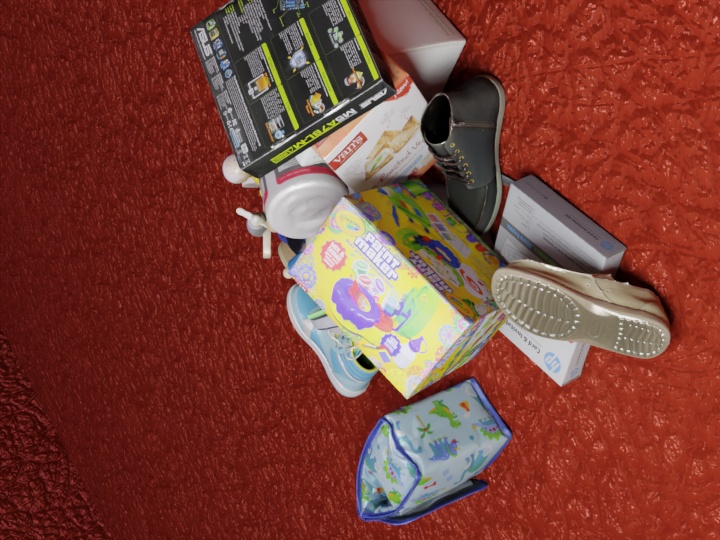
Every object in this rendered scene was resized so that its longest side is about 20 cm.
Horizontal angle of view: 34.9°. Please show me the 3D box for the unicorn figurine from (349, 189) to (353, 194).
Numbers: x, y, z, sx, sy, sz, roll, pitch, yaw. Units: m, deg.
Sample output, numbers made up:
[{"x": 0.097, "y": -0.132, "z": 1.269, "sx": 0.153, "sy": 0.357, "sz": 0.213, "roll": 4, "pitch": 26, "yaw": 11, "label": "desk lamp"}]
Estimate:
[{"x": -0.008, "y": -0.113, "z": 1.597, "sx": 0.201, "sy": 0.073, "sz": 0.138, "roll": -62, "pitch": 15, "yaw": 20, "label": "unicorn figurine"}]

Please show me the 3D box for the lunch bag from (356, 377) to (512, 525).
[{"x": 0.090, "y": 0.266, "z": 1.577, "sx": 0.128, "sy": 0.169, "sz": 0.201, "roll": 58, "pitch": 146, "yaw": 24, "label": "lunch bag"}]

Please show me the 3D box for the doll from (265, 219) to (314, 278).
[{"x": -0.076, "y": -0.054, "z": 1.564, "sx": 0.138, "sy": 0.048, "sz": 0.200, "roll": -63, "pitch": 25, "yaw": 4, "label": "doll"}]

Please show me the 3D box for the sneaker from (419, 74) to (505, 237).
[{"x": 0.112, "y": -0.126, "z": 1.362, "sx": 0.074, "sy": 0.106, "sz": 0.202, "roll": 18, "pitch": 118, "yaw": 38, "label": "sneaker"}]

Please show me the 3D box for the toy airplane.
[{"x": -0.146, "y": -0.151, "z": 1.738, "sx": 0.201, "sy": 0.140, "sz": 0.201, "roll": -117, "pitch": 38, "yaw": -46, "label": "toy airplane"}]

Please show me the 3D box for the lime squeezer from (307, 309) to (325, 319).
[{"x": 0.000, "y": 0.000, "z": 1.472, "sx": 0.070, "sy": 0.038, "sz": 0.201, "roll": 28, "pitch": 112, "yaw": 0, "label": "lime squeezer"}]

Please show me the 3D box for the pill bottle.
[{"x": -0.083, "y": -0.151, "z": 1.480, "sx": 0.111, "sy": 0.109, "sz": 0.202, "roll": 113, "pitch": 151, "yaw": -48, "label": "pill bottle"}]

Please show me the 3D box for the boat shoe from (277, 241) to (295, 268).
[{"x": -0.053, "y": -0.005, "z": 1.754, "sx": 0.200, "sy": 0.074, "sz": 0.067, "roll": 42, "pitch": 128, "yaw": 33, "label": "boat shoe"}]

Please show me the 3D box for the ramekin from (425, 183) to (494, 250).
[{"x": 0.083, "y": -0.005, "z": 1.506, "sx": 0.200, "sy": 0.097, "sz": 0.202, "roll": 33, "pitch": 133, "yaw": 44, "label": "ramekin"}]

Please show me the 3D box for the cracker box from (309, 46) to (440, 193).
[{"x": 0.022, "y": -0.156, "z": 1.347, "sx": 0.058, "sy": 0.134, "sz": 0.200, "roll": 46, "pitch": -177, "yaw": 27, "label": "cracker box"}]

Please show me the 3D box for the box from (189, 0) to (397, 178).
[{"x": -0.079, "y": -0.235, "z": 1.270, "sx": 0.192, "sy": 0.047, "sz": 0.202, "roll": -29, "pitch": 67, "yaw": 16, "label": "box"}]

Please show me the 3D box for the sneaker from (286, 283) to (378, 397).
[{"x": -0.031, "y": 0.087, "z": 1.757, "sx": 0.201, "sy": 0.079, "sz": 0.131, "roll": 55, "pitch": 149, "yaw": 7, "label": "sneaker"}]

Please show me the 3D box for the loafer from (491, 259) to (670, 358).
[{"x": 0.239, "y": 0.036, "z": 1.242, "sx": 0.198, "sy": 0.068, "sz": 0.076, "roll": 20, "pitch": 129, "yaw": 8, "label": "loafer"}]

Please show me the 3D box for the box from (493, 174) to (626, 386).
[{"x": 0.220, "y": 0.013, "z": 1.354, "sx": 0.156, "sy": 0.041, "sz": 0.201, "roll": 44, "pitch": 141, "yaw": 33, "label": "box"}]

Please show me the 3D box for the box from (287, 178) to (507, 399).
[{"x": 0.060, "y": 0.013, "z": 1.318, "sx": 0.200, "sy": 0.192, "sz": 0.122, "roll": 46, "pitch": 117, "yaw": 14, "label": "box"}]

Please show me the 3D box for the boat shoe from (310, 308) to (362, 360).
[{"x": 0.006, "y": 0.077, "z": 1.523, "sx": 0.201, "sy": 0.074, "sz": 0.087, "roll": -12, "pitch": 110, "yaw": 58, "label": "boat shoe"}]

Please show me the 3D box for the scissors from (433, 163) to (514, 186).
[{"x": 0.140, "y": -0.128, "z": 1.430, "sx": 0.200, "sy": 0.014, "sz": 0.074, "roll": 45, "pitch": 133, "yaw": 31, "label": "scissors"}]

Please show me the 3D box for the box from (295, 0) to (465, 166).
[{"x": -0.022, "y": -0.271, "z": 1.413, "sx": 0.200, "sy": 0.199, "sz": 0.172, "roll": 54, "pitch": 141, "yaw": 25, "label": "box"}]
